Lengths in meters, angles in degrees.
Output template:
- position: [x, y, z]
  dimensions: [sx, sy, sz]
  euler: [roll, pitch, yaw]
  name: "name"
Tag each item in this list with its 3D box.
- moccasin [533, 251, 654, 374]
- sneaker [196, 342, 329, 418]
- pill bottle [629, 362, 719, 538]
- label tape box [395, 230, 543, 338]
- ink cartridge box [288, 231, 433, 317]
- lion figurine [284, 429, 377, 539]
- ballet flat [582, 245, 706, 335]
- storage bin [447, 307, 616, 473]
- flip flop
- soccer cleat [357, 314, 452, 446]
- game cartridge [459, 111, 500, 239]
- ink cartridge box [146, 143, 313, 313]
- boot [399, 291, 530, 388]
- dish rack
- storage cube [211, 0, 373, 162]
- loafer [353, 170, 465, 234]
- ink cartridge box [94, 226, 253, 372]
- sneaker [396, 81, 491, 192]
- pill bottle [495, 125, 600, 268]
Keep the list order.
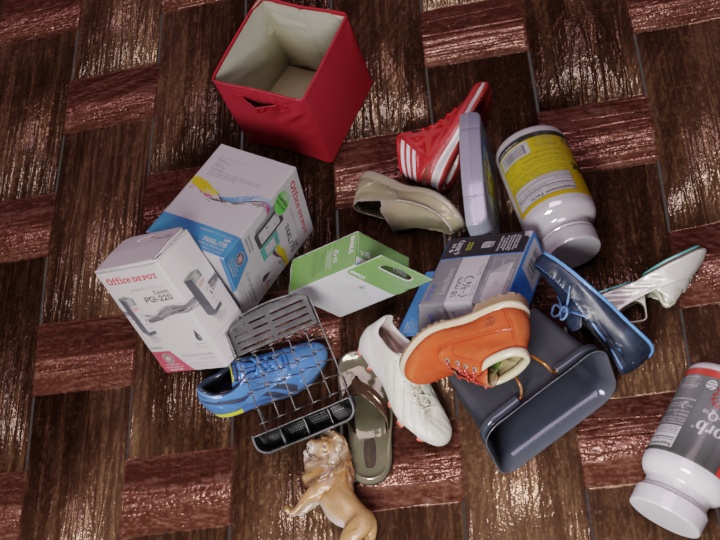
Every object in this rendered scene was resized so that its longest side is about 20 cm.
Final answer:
- position: [0.304, 0.059, 1.530]
  dimensions: [0.200, 0.080, 0.068]
  euler: [44, 97, 12]
  name: "moccasin"
- position: [-0.143, 0.152, 1.657]
  dimensions: [0.200, 0.078, 0.066]
  euler: [-23, 56, 1]
  name: "sneaker"
- position: [0.426, 0.226, 1.428]
  dimensions: [0.116, 0.116, 0.200]
  euler: [24, 71, 26]
  name: "pill bottle"
- position: [0.144, 0.021, 1.599]
  dimensions: [0.200, 0.063, 0.144]
  euler: [-5, 39, 33]
  name: "label tape box"
- position: [0.000, 0.000, 1.631]
  dimensions: [0.200, 0.104, 0.059]
  euler: [-23, 52, 43]
  name: "ink cartridge box"
- position: [-0.026, 0.319, 1.527]
  dimensions: [0.122, 0.072, 0.200]
  euler: [-42, 64, 4]
  name: "lion figurine"
- position: [0.398, 0.034, 1.580]
  dimensions: [0.200, 0.069, 0.069]
  euler: [-26, 58, 8]
  name: "ballet flat"
- position: [0.217, 0.147, 1.529]
  dimensions: [0.200, 0.146, 0.134]
  euler: [-37, 48, -6]
  name: "storage bin"
- position: [0.005, 0.201, 1.597]
  dimensions: [0.081, 0.058, 0.200]
  euler: [-9, 60, 11]
  name: "flip flop"
- position: [0.066, 0.153, 1.577]
  dimensions: [0.069, 0.078, 0.200]
  euler: [-13, 59, -44]
  name: "soccer cleat"
- position: [0.177, -0.129, 1.688]
  dimensions: [0.040, 0.133, 0.200]
  euler: [-10, 60, 17]
  name: "game cartridge"
- position: [-0.193, -0.062, 1.727]
  dimensions: [0.146, 0.147, 0.200]
  euler: [19, 57, 26]
  name: "ink cartridge box"
- position: [0.135, 0.115, 1.476]
  dimensions: [0.200, 0.075, 0.107]
  euler: [-31, 44, 28]
  name: "boot"
- position: [-0.103, 0.138, 1.579]
  dimensions: [0.153, 0.055, 0.200]
  euler: [-24, 83, 10]
  name: "dish rack"
- position: [-0.107, -0.306, 1.842]
  dimensions: [0.171, 0.180, 0.200]
  euler: [16, 68, 23]
  name: "storage cube"
- position: [0.070, -0.091, 1.736]
  dimensions: [0.200, 0.076, 0.068]
  euler: [22, 71, 36]
  name: "loafer"
- position: [-0.269, 0.046, 1.649]
  dimensions: [0.146, 0.200, 0.085]
  euler: [-9, 30, 40]
  name: "ink cartridge box"
- position: [0.123, -0.226, 1.792]
  dimensions: [0.115, 0.078, 0.200]
  euler: [20, 68, 23]
  name: "sneaker"
- position: [0.278, -0.105, 1.659]
  dimensions: [0.111, 0.111, 0.200]
  euler: [-19, 59, 5]
  name: "pill bottle"
